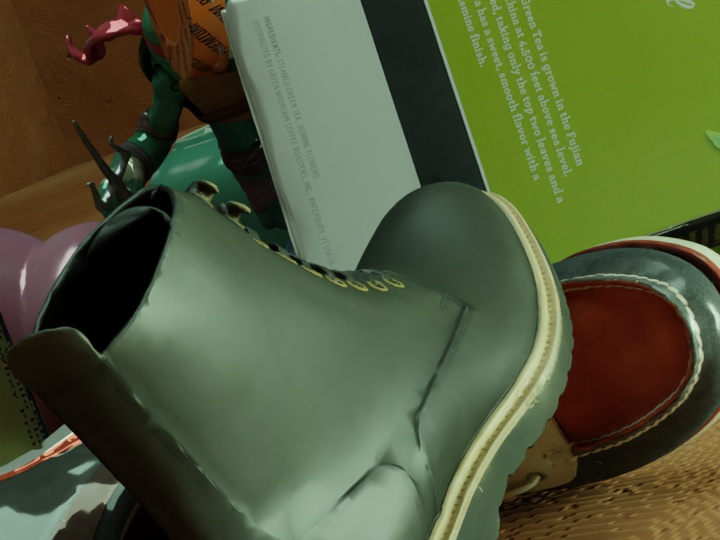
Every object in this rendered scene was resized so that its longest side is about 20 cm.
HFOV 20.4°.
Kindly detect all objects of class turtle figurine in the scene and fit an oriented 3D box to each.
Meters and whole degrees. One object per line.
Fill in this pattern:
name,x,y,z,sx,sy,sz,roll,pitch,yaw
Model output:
turtle figurine,-0.056,-0.085,0.953,0.149,0.101,0.200,-24,-20,16

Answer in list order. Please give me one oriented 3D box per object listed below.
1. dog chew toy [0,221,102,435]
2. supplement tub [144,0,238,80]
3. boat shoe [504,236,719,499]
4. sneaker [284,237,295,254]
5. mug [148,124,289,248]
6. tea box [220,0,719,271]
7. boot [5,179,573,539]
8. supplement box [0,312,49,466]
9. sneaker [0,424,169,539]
dog chew toy,-0.134,0.032,0.969,0.199,0.125,0.125,-10,10,11
supplement tub,0.007,-0.152,0.855,0.199,0.123,0.122,-17,8,-14
boat shoe,0.035,0.040,0.637,0.062,0.072,0.200,-9,-7,-44
sneaker,0.000,0.000,1.008,0.082,0.074,0.200,-23,2,25
mug,-0.065,-0.035,1.211,0.185,0.115,0.152,-26,11,-37
tea box,0.073,-0.052,0.775,0.196,0.134,0.200,-18,-9,5
boot,-0.011,0.005,0.533,0.077,0.139,0.200,-23,29,25
supplement box,-0.224,0.042,0.811,0.134,0.201,0.200,-20,9,0
sneaker,-0.109,0.103,0.601,0.200,0.077,0.082,-33,32,-16
